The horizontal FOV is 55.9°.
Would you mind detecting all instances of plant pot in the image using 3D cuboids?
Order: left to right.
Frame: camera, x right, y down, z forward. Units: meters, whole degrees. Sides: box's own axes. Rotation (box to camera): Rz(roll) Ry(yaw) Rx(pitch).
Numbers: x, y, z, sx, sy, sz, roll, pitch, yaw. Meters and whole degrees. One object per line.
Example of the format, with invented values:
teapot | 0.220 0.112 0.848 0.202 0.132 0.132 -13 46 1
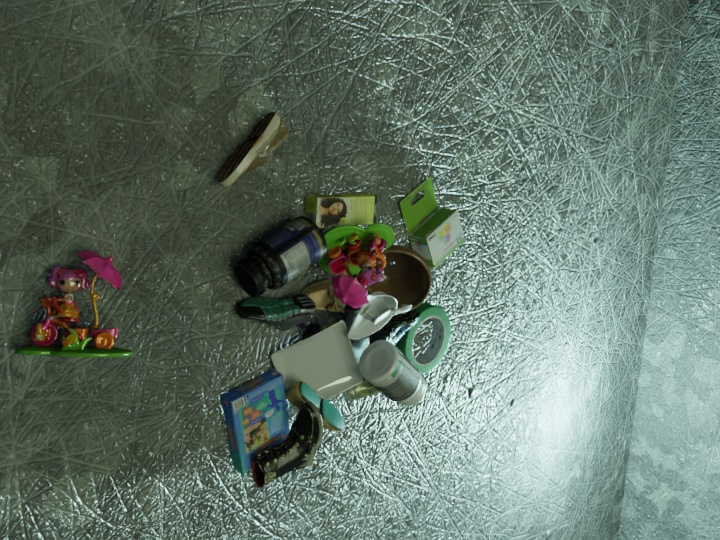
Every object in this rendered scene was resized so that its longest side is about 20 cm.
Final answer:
plant pot | 0.085 0.006 1.760 0.093 0.198 0.202 -86 157 -53

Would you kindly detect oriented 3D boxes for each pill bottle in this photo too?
pill bottle | -0.178 -0.029 1.507 0.199 0.111 0.113 -36 125 -31
pill bottle | 0.088 0.271 1.755 0.114 0.112 0.200 -59 137 -14

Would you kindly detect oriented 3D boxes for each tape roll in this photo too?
tape roll | 0.182 0.198 1.975 0.199 0.048 0.203 -15 112 -41

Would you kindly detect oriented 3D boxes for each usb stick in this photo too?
usb stick | -0.090 0.215 1.721 0.056 0.032 0.201 -52 133 -30

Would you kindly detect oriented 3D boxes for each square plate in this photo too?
square plate | -0.106 0.238 1.677 0.196 0.028 0.202 -24 121 -12

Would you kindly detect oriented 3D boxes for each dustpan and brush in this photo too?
dustpan and brush | 0.063 0.103 1.690 0.199 0.057 0.141 -24 145 -55

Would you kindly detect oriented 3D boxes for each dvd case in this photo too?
dvd case | 0.014 0.176 1.800 0.199 0.022 0.148 16 91 -56

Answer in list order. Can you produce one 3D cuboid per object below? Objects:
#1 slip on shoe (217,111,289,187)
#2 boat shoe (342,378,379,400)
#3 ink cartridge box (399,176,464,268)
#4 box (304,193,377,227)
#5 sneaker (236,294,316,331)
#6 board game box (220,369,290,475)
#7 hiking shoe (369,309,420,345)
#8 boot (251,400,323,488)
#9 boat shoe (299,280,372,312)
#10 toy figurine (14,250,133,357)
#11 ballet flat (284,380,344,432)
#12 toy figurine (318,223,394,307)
slip on shoe | -0.222 -0.244 1.431 0.061 0.075 0.201 48 60 -34
boat shoe | 0.042 0.301 1.846 0.198 0.062 0.073 -20 108 -33
ink cartridge box | 0.198 -0.133 1.873 0.148 0.075 0.202 -41 128 -29
box | -0.045 -0.147 1.648 0.198 0.050 0.076 -10 109 -43
sneaker | -0.196 0.112 1.565 0.198 0.075 0.088 -1 126 -34
board game box | -0.242 0.357 1.604 0.151 0.045 0.203 -23 117 -39
hiking shoe | 0.084 0.160 1.827 0.199 0.074 0.088 -25 142 -43
boot | -0.171 0.412 1.590 0.153 0.073 0.206 -18 134 -40
boat shoe | -0.052 0.066 1.667 0.197 0.066 0.075 -6 110 -27
toy figurine | -0.509 0.058 1.224 0.197 0.150 0.187 3 86 -20
ballet flat | -0.115 0.340 1.680 0.200 0.062 0.069 50 28 -32
toy figurine | 0.000 0.000 1.572 0.198 0.185 0.151 -21 130 8
